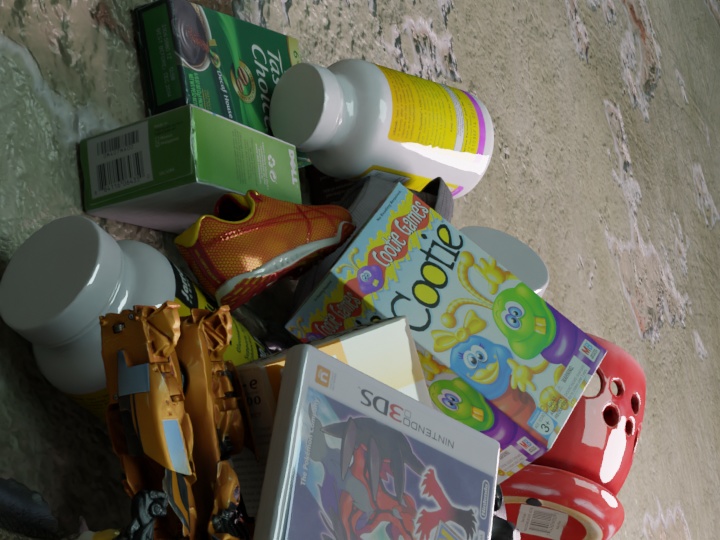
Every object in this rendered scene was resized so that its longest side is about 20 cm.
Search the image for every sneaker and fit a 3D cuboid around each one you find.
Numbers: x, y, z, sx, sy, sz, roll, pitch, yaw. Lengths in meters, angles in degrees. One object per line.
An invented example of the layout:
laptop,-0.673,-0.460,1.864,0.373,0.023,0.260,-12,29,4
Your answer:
sneaker,-0.061,-0.030,1.024,0.077,0.073,0.200,55,22,5

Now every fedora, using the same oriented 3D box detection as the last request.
fedora,0.000,0.000,1.202,0.090,0.201,0.177,25,16,-9

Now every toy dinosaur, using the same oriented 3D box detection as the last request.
toy dinosaur,-0.072,0.068,1.169,0.200,0.047,0.088,53,18,-40

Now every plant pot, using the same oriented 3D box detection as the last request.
plant pot,0.187,0.180,1.463,0.200,0.199,0.183,48,47,-43

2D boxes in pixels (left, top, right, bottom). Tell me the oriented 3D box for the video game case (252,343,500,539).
video game case,0.012,0.169,0.865,0.182,0.023,0.201,29,57,-34

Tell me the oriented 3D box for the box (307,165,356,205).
box,0.008,-0.062,1.358,0.100,0.075,0.201,-4,83,-62

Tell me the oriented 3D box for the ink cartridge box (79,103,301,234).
ink cartridge box,-0.113,-0.067,1.091,0.200,0.103,0.060,14,66,-60

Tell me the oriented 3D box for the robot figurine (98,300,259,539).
robot figurine,-0.098,0.121,0.838,0.145,0.058,0.201,6,69,-69

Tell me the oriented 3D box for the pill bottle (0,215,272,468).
pill bottle,-0.148,0.052,0.958,0.200,0.112,0.113,46,39,-45

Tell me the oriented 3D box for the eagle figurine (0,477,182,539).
eagle figurine,-0.192,0.181,0.837,0.199,0.152,0.152,1,30,-33

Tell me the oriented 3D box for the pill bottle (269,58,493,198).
pill bottle,0.018,-0.127,1.246,0.199,0.104,0.105,10,68,-43

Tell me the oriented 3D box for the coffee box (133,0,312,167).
coffee box,-0.110,-0.154,1.202,0.200,0.044,0.124,7,72,-61

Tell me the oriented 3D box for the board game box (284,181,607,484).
board game box,0.062,0.051,1.051,0.200,0.103,0.105,38,57,-2

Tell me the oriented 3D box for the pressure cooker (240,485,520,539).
pressure cooker,0.020,0.203,1.115,0.199,0.179,0.176,18,31,-49

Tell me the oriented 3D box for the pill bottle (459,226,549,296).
pill bottle,0.084,0.067,1.232,0.119,0.201,0.120,17,32,-11

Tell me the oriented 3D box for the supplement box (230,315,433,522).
supplement box,-0.007,0.144,0.938,0.126,0.073,0.201,-18,92,-35
